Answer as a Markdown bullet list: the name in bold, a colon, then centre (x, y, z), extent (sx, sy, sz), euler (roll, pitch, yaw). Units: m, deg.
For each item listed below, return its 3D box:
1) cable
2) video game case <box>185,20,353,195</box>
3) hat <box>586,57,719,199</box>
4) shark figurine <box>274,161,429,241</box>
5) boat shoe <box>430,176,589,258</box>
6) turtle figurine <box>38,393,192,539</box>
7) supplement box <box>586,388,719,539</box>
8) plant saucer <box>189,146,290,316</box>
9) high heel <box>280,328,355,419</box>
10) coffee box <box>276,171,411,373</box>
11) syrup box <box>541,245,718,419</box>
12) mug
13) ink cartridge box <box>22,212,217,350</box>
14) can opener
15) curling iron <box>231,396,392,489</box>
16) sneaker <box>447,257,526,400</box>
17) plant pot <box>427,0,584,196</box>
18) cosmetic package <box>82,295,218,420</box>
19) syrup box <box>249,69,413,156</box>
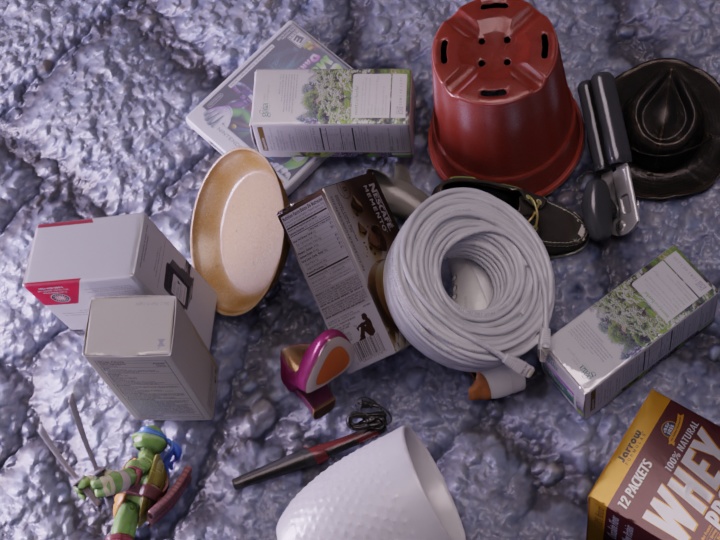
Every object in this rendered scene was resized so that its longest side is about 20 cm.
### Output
- **cable**: centre (0.123, 0.012, 1.549), extent (0.198, 0.069, 0.202), euler (20, 64, -11)
- **video game case**: centre (-0.097, -0.209, 1.802), extent (0.181, 0.023, 0.200), euler (40, 76, 22)
- **hat**: centre (0.367, -0.190, 1.694), extent (0.198, 0.081, 0.203), euler (-4, 64, 8)
- **shark figurine**: centre (-0.003, -0.089, 1.698), extent (0.211, 0.090, 0.130), euler (-10, 62, 1)
- **boat shoe**: centre (0.180, -0.063, 1.653), extent (0.198, 0.061, 0.073), euler (12, 75, -1)
- **turtle figurine**: centre (-0.295, 0.260, 1.544), extent (0.143, 0.199, 0.197), euler (-14, 62, 40)
- **supplement box**: centre (0.348, 0.257, 1.419), extent (0.199, 0.198, 0.133), euler (29, 71, 21)
- **plant saucer**: centre (-0.137, -0.046, 1.670), extent (0.035, 0.200, 0.202), euler (5, 54, -39)
- **high heel**: centre (-0.058, 0.090, 1.557), extent (0.067, 0.201, 0.096), euler (-30, 70, -14)
- **coffee box**: centre (0.000, 0.000, 1.590), extent (0.079, 0.113, 0.202), euler (-26, 87, 35)
- **syrup box**: centre (0.305, 0.070, 1.579), extent (0.199, 0.082, 0.079), euler (-36, 63, -9)
- **mug**: centre (0.010, 0.289, 1.470), extent (0.174, 0.148, 0.201), euler (-28, 42, 9)
- **ink cartridge box**: centre (-0.272, 0.024, 1.607), extent (0.143, 0.200, 0.084), euler (-5, 60, 19)
- **can opener**: centre (0.292, -0.137, 1.658), extent (0.066, 0.052, 0.203), euler (1, 76, -32)
- **curling iron**: centre (-0.057, 0.202, 1.596), extent (0.198, 0.026, 0.050), euler (-26, 101, -1)
- **sneaker**: centre (0.122, 0.056, 1.616), extent (0.084, 0.073, 0.202), euler (-17, 65, -3)
- **plant pot**: centre (0.168, -0.211, 1.665), extent (0.198, 0.196, 0.203), euler (-4, 64, 8)
- **cosmetic package**: centre (-0.233, 0.103, 1.574), extent (0.102, 0.201, 0.074), euler (0, 63, 7)
- **syrup box**: centre (-0.033, -0.194, 1.720), extent (0.197, 0.082, 0.080), euler (0, 65, 6)
